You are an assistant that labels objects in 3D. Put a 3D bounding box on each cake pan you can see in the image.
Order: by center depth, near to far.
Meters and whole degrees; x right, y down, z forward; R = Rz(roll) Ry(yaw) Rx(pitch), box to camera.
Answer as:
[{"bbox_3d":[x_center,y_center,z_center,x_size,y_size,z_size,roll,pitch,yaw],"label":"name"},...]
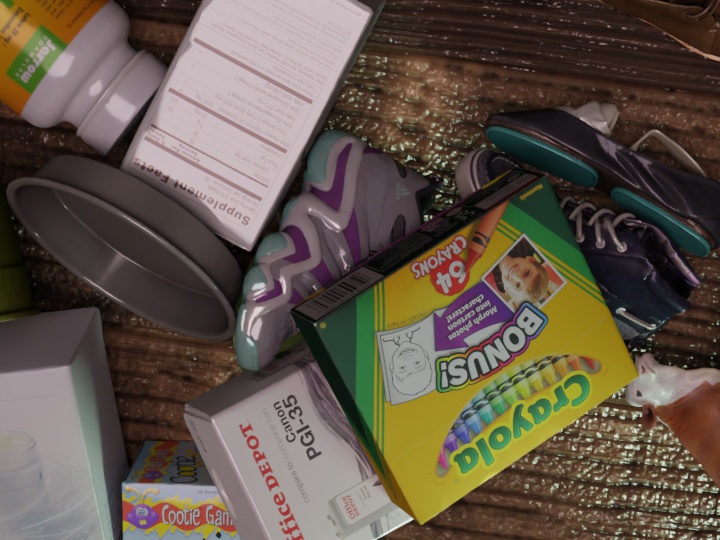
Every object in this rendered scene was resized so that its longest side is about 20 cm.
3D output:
[{"bbox_3d":[-0.170,-0.019,1.455,0.200,0.200,0.037,32,70,-3],"label":"cake pan"}]

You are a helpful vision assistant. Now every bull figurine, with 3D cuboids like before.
[{"bbox_3d":[0.293,0.124,1.494,0.121,0.065,0.200,-28,107,37],"label":"bull figurine"}]

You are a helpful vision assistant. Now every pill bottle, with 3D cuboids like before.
[{"bbox_3d":[-0.243,-0.178,1.452,0.200,0.111,0.111,38,103,-4],"label":"pill bottle"}]

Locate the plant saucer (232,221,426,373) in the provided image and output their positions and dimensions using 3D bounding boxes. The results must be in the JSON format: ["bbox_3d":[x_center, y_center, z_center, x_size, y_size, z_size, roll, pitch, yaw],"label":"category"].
[{"bbox_3d":[0.001,0.043,1.524,0.200,0.031,0.200,1,103,3],"label":"plant saucer"}]

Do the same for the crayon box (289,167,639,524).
[{"bbox_3d":[0.077,0.052,1.389,0.200,0.058,0.173,-32,109,-13],"label":"crayon box"}]

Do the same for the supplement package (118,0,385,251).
[{"bbox_3d":[-0.079,-0.136,1.445,0.117,0.117,0.200,28,104,-2],"label":"supplement package"}]

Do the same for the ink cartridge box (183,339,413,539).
[{"bbox_3d":[-0.009,0.123,1.449,0.200,0.083,0.147,-28,101,-16],"label":"ink cartridge box"}]

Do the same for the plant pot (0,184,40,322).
[{"bbox_3d":[-0.352,-0.051,1.461,0.200,0.200,0.193,-6,93,6],"label":"plant pot"}]

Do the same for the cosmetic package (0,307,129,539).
[{"bbox_3d":[-0.291,0.149,1.513,0.199,0.123,0.200,-7,109,6],"label":"cosmetic package"}]

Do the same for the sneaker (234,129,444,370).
[{"bbox_3d":[0.000,0.000,1.426,0.140,0.078,0.200,21,71,10],"label":"sneaker"}]

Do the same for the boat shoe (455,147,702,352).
[{"bbox_3d":[0.167,-0.030,1.457,0.200,0.075,0.093,43,136,-13],"label":"boat shoe"}]

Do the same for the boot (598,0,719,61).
[{"bbox_3d":[0.250,-0.194,1.427,0.200,0.075,0.074,18,102,-1],"label":"boot"}]

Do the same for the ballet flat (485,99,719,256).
[{"bbox_3d":[0.192,-0.084,1.467,0.200,0.073,0.073,29,104,4],"label":"ballet flat"}]

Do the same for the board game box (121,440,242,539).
[{"bbox_3d":[-0.128,0.247,1.543,0.103,0.105,0.200,1,104,4],"label":"board game box"}]
